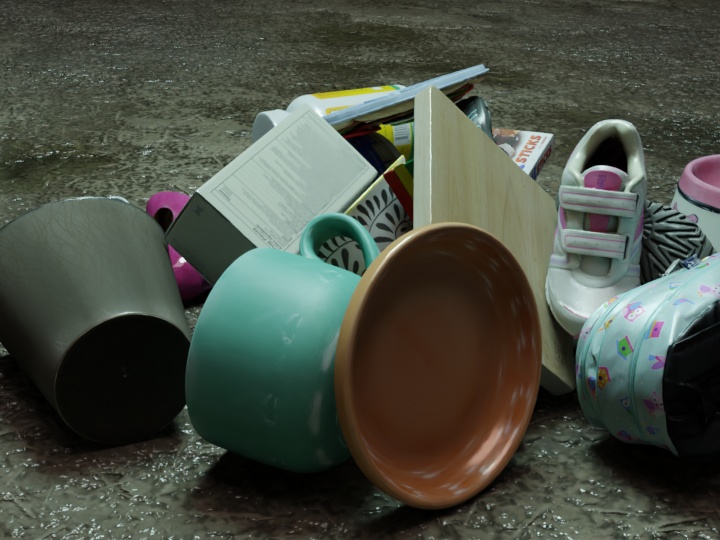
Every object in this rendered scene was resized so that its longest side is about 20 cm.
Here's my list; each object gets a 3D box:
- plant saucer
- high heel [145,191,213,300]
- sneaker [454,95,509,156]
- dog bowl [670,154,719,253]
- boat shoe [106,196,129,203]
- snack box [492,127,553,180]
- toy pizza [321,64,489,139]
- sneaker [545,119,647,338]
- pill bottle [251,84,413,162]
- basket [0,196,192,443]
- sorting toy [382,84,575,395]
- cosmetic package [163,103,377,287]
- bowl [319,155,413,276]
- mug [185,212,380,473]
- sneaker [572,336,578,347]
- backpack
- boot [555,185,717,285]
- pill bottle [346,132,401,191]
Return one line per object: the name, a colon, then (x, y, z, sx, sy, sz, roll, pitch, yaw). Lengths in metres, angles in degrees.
plant saucer: (0.053, 0.066, 0.880, 0.199, 0.202, 0.037, -18, 15, -39)
high heel: (-0.205, -0.027, 1.265, 0.095, 0.068, 0.200, -7, 34, -30)
sneaker: (0.098, -0.115, 1.221, 0.079, 0.076, 0.200, -11, 29, 1)
dog bowl: (0.443, -0.073, 1.388, 0.198, 0.074, 0.200, 1, 22, -1)
boat shoe: (-0.246, -0.020, 1.233, 0.071, 0.069, 0.200, 0, 22, -2)
snack box: (0.138, -0.093, 1.274, 0.071, 0.024, 0.200, 9, 34, 21)
toy pizza: (0.041, -0.170, 1.291, 0.199, 0.032, 0.200, -18, 8, 3)
sneaker: (0.193, -0.040, 1.019, 0.081, 0.088, 0.201, 2, 62, 12)
pill bottle: (-0.028, -0.166, 1.540, 0.199, 0.114, 0.113, -11, 25, -28)
basket: (-0.214, 0.041, 1.013, 0.179, 0.137, 0.200, -17, 31, -20)
sorting toy: (0.092, -0.015, 1.038, 0.069, 0.198, 0.201, -25, 45, 32)
cosmetic package: (-0.077, -0.062, 1.135, 0.104, 0.073, 0.200, 44, 41, 0)
bowl: (0.000, 0.000, 1.114, 0.094, 0.201, 0.201, 44, 27, -3)
mug: (-0.037, 0.055, 0.911, 0.114, 0.187, 0.152, 16, 10, 24)
sneaker: (0.163, 0.022, 1.143, 0.199, 0.076, 0.090, 13, 19, 29)
backpack: (0.266, 0.070, 0.957, 0.199, 0.168, 0.126, -19, 13, -34)
boot: (0.275, -0.009, 1.154, 0.182, 0.073, 0.200, 43, 2, 33)
pill bottle: (-0.053, -0.072, 1.302, 0.119, 0.121, 0.199, 21, 30, 39)
